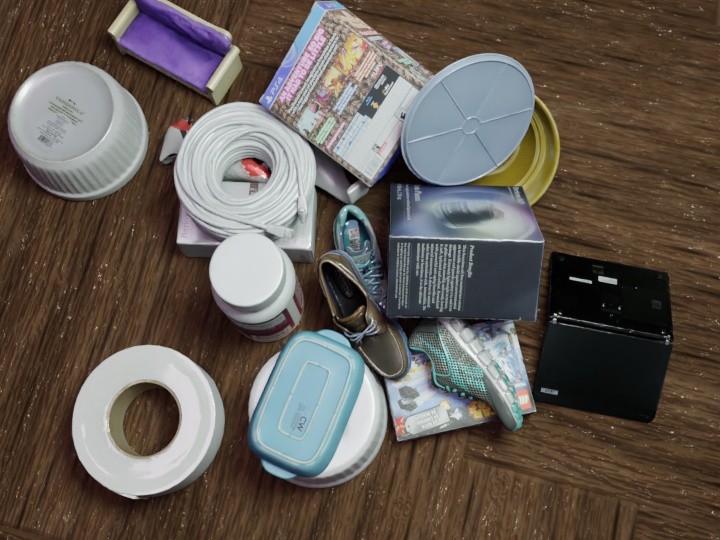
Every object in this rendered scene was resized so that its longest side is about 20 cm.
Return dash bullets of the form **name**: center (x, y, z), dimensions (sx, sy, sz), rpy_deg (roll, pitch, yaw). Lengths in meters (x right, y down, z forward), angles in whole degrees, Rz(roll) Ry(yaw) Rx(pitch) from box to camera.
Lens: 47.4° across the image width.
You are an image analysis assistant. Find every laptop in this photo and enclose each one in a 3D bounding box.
- **laptop**: center (0.348, 0.092, 1.183), dimensions (0.175, 0.104, 0.202), rpy_deg (10, 50, 3)

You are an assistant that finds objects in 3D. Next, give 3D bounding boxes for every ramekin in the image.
- **ramekin**: center (-0.430, -0.216, 1.236), dimensions (0.197, 0.105, 0.203), rpy_deg (0, 75, 1)
- **ramekin**: center (-0.061, 0.193, 1.121), dimensions (0.197, 0.098, 0.204), rpy_deg (0, 75, 2)

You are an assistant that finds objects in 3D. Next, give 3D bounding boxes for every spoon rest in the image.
- **spoon rest**: center (-0.058, -0.160, 1.228), dimensions (0.099, 0.061, 0.200), rpy_deg (-36, 55, -14)

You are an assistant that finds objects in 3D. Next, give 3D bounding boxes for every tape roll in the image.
- **tape roll**: center (-0.292, 0.210, 1.136), dimensions (0.199, 0.071, 0.206), rpy_deg (0, 75, 1)

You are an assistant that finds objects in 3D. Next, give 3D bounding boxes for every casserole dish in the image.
- **casserole dish**: center (-0.071, 0.169, 1.058), dimensions (0.120, 0.039, 0.202), rpy_deg (22, 77, 7)

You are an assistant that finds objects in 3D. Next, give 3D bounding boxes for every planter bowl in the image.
- **planter bowl**: center (0.187, -0.182, 1.204), dimensions (0.197, 0.084, 0.203), rpy_deg (1, 110, 4)

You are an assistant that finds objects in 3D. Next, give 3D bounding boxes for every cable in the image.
- **cable**: center (-0.160, -0.135, 1.155), dimensions (0.197, 0.069, 0.203), rpy_deg (5, 72, 4)

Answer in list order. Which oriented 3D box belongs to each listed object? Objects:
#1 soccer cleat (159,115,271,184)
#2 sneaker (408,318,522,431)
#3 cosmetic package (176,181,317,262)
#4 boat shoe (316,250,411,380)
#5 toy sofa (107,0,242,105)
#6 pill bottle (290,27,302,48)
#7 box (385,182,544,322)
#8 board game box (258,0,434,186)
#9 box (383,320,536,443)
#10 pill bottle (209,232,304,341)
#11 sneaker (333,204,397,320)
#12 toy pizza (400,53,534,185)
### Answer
- **soccer cleat**: center (-0.214, -0.157, 1.239), dimensions (0.198, 0.069, 0.086), rpy_deg (29, 89, 10)
- **sneaker**: center (0.141, 0.141, 1.112), dimensions (0.091, 0.077, 0.201), rpy_deg (-39, 75, 11)
- **cosmetic package**: center (-0.165, -0.072, 1.208), dimensions (0.197, 0.074, 0.103), rpy_deg (2, 74, 1)
- **boat shoe**: center (-0.003, 0.067, 1.113), dimensions (0.072, 0.072, 0.201), rpy_deg (-36, 87, 13)
- **toy sofa**: center (-0.288, -0.351, 1.272), dimensions (0.198, 0.098, 0.083), rpy_deg (30, 77, 8)
- **pill bottle**: center (-0.006, -0.288, 1.241), dimensions (0.198, 0.111, 0.112), rpy_deg (25, 77, 8)
- **box**: center (0.134, -0.032, 1.113), dimensions (0.195, 0.201, 0.125), rpy_deg (2, 116, 1)
- **board game box**: center (-0.010, -0.247, 1.140), dimensions (0.199, 0.097, 0.160), rpy_deg (37, 114, 2)
- **box**: center (0.134, 0.154, 1.156), dimensions (0.197, 0.040, 0.139), rpy_deg (-11, 74, -1)
- **pill bottle**: center (-0.140, 0.024, 1.115), dimensions (0.112, 0.200, 0.116), rpy_deg (0, 74, 1)
- **sneaker**: center (0.000, 0.000, 1.176), dimensions (0.077, 0.086, 0.202), rpy_deg (-18, 75, -3)
- **toy pizza**: center (0.142, -0.202, 1.100), dimensions (0.198, 0.201, 0.032), rpy_deg (-25, 47, -5)
